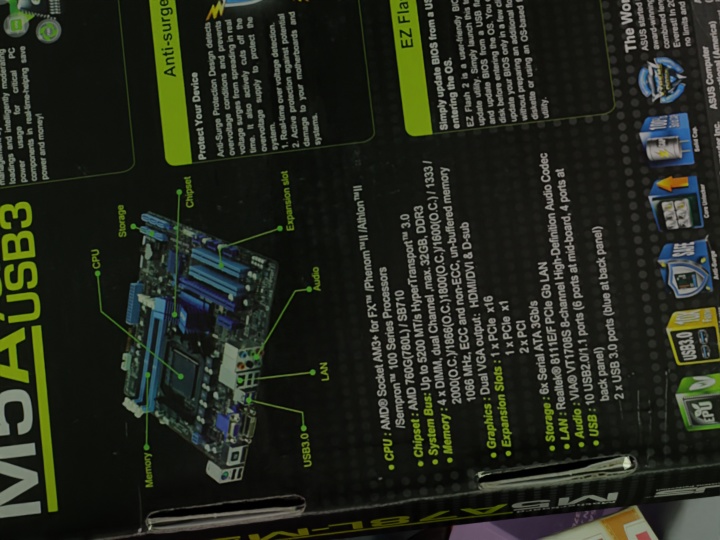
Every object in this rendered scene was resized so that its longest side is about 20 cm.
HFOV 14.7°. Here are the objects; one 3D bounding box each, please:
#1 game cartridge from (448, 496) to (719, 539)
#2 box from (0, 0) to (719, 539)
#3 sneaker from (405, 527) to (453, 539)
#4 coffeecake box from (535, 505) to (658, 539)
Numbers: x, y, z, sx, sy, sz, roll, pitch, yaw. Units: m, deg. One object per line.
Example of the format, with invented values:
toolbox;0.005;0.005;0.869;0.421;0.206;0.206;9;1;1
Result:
game cartridge;0.080;0.011;0.695;0.041;0.133;0.201;17;92;-24
box;-0.003;-0.042;0.617;0.192;0.048;0.201;-8;77;2
sneaker;0.048;0.173;0.809;0.078;0.075;0.201;5;91;-42
coffeecake box;-0.016;0.125;0.565;0.073;0.153;0.200;58;21;12
